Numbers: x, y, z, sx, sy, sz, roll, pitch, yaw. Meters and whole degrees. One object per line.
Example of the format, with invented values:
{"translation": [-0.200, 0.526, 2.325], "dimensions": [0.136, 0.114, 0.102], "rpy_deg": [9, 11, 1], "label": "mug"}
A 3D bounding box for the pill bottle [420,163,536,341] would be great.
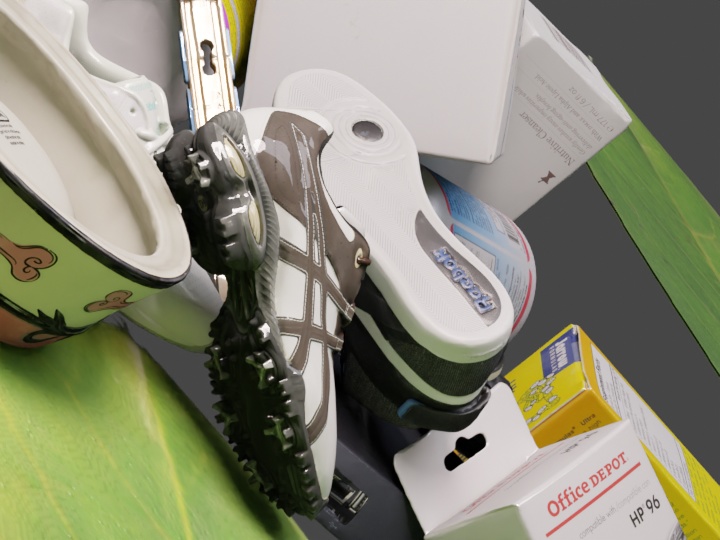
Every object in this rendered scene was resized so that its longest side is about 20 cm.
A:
{"translation": [0.020, -0.011, 1.654], "dimensions": [0.109, 0.109, 0.200], "rpy_deg": [57, 15, 28], "label": "pill bottle"}

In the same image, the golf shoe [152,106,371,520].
{"translation": [-0.028, 0.018, 1.304], "dimensions": [0.078, 0.094, 0.200], "rpy_deg": [10, -65, 55], "label": "golf shoe"}

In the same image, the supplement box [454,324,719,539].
{"translation": [0.154, 0.151, 1.654], "dimensions": [0.200, 0.110, 0.109], "rpy_deg": [48, 13, -14], "label": "supplement box"}

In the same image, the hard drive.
{"translation": [0.013, 0.111, 1.438], "dimensions": [0.200, 0.042, 0.135], "rpy_deg": [41, 16, -35], "label": "hard drive"}

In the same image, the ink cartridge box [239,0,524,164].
{"translation": [0.021, -0.145, 1.603], "dimensions": [0.147, 0.145, 0.200], "rpy_deg": [9, 4, 3], "label": "ink cartridge box"}

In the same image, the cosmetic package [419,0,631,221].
{"translation": [0.058, -0.081, 1.776], "dimensions": [0.113, 0.200, 0.081], "rpy_deg": [38, 16, -36], "label": "cosmetic package"}

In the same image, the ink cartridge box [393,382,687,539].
{"translation": [0.110, 0.156, 1.394], "dimensions": [0.116, 0.068, 0.200], "rpy_deg": [-31, 96, -49], "label": "ink cartridge box"}

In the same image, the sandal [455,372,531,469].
{"translation": [0.039, 0.058, 1.523], "dimensions": [0.075, 0.048, 0.200], "rpy_deg": [44, -6, -39], "label": "sandal"}

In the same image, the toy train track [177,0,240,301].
{"translation": [-0.073, -0.074, 1.431], "dimensions": [0.033, 0.115, 0.200], "rpy_deg": [124, -41, -68], "label": "toy train track"}

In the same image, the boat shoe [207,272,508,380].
{"translation": [-0.008, -0.003, 1.471], "dimensions": [0.201, 0.063, 0.074], "rpy_deg": [28, 26, 3], "label": "boat shoe"}

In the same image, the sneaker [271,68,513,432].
{"translation": [0.000, 0.000, 1.398], "dimensions": [0.073, 0.112, 0.200], "rpy_deg": [-13, 53, -27], "label": "sneaker"}

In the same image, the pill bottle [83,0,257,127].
{"translation": [-0.111, -0.139, 1.575], "dimensions": [0.104, 0.104, 0.200], "rpy_deg": [50, 13, -2], "label": "pill bottle"}

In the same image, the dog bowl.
{"translation": [-0.167, -0.051, 1.210], "dimensions": [0.200, 0.074, 0.200], "rpy_deg": [47, 14, -15], "label": "dog bowl"}

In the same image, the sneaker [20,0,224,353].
{"translation": [-0.121, -0.048, 1.348], "dimensions": [0.200, 0.080, 0.070], "rpy_deg": [53, 11, 3], "label": "sneaker"}
